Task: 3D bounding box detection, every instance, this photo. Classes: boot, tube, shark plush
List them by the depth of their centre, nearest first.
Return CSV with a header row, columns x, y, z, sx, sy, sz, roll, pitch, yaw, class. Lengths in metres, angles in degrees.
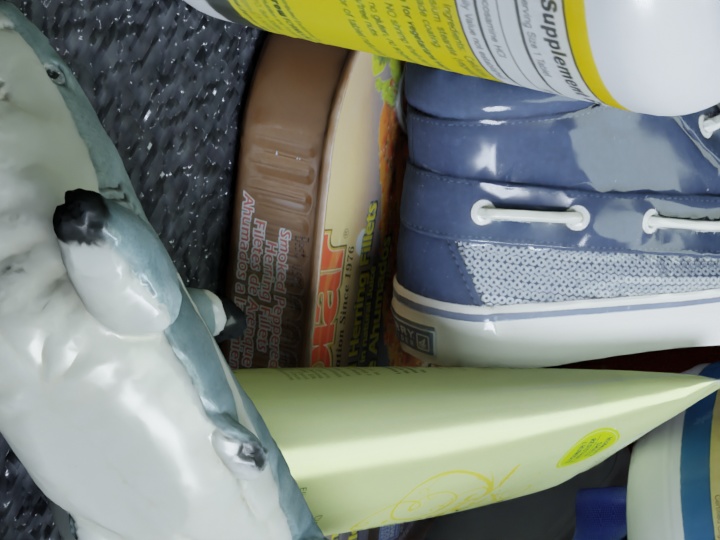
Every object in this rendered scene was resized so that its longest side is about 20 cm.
x,y,z,sx,sy,sz,roll,pitch,yaw,class
-0.040,0.024,0.724,0.200,0.091,0.084,41,33,-20,shark plush
0.009,0.050,0.825,0.199,0.058,0.052,-2,109,-36,tube
0.103,-0.029,0.881,0.199,0.073,0.091,-9,111,-28,boot

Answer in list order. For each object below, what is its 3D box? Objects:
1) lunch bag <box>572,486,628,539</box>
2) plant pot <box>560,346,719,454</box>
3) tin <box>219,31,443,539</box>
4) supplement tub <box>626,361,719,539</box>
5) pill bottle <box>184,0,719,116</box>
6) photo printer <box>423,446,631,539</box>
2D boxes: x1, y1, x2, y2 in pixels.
x,y,z,sx,sy,sz,roll,pitch,yaw,class
0.076,0.169,0.928,0.150,0.094,0.202,-2,91,-62,lunch bag
0.178,0.074,1.103,0.200,0.199,0.177,-52,134,-37,plant pot
0.000,0.000,0.887,0.112,0.042,0.201,-22,121,-62,tin
0.196,0.082,0.898,0.145,0.199,0.146,44,39,-51,supplement tub
0.049,-0.104,0.754,0.112,0.199,0.113,-35,132,-51,pill bottle
0.038,0.152,0.993,0.200,0.069,0.167,-43,139,-46,photo printer
